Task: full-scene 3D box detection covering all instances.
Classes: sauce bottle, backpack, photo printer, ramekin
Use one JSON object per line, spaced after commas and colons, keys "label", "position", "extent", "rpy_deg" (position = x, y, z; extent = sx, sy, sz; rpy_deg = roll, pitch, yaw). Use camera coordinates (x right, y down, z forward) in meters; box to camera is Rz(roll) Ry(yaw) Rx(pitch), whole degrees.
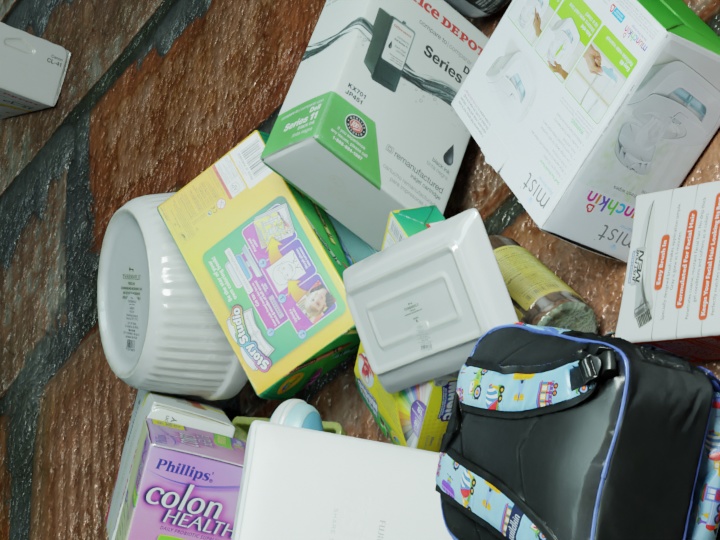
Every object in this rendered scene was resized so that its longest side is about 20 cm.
{"label": "sauce bottle", "position": [0.117, 0.011, 1.543], "extent": [0.065, 0.064, 0.200], "rpy_deg": [-62, 31, 14]}
{"label": "backpack", "position": [0.144, 0.130, 1.351], "extent": [0.200, 0.134, 0.184], "rpy_deg": [13, 92, 60]}
{"label": "photo printer", "position": [0.000, 0.211, 1.497], "extent": [0.070, 0.198, 0.168], "rpy_deg": [115, 165, -69]}
{"label": "ramekin", "position": [-0.173, 0.021, 1.830], "extent": [0.200, 0.104, 0.202], "rpy_deg": [-3, 87, 64]}

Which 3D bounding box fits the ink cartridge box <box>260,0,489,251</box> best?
{"label": "ink cartridge box", "position": [0.021, -0.142, 1.663], "extent": [0.083, 0.146, 0.201], "rpy_deg": [-20, 42, 49]}

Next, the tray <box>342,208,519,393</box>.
{"label": "tray", "position": [0.046, 0.029, 1.485], "extent": [0.200, 0.022, 0.108], "rpy_deg": [-25, 85, 57]}

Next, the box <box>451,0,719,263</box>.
{"label": "box", "position": [0.176, -0.138, 1.498], "extent": [0.177, 0.096, 0.200], "rpy_deg": [-60, 32, 20]}

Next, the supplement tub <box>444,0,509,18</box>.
{"label": "supplement tub", "position": [0.052, -0.313, 1.683], "extent": [0.122, 0.199, 0.123], "rpy_deg": [-42, 31, 33]}

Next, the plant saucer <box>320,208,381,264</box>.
{"label": "plant saucer", "position": [0.000, 0.000, 1.697], "extent": [0.200, 0.019, 0.070], "rpy_deg": [49, 120, 24]}

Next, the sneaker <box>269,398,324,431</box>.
{"label": "sneaker", "position": [-0.007, 0.200, 1.589], "extent": [0.130, 0.079, 0.202], "rpy_deg": [-8, 85, 31]}

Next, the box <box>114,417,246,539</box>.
{"label": "box", "position": [-0.158, 0.241, 1.656], "extent": [0.176, 0.096, 0.202], "rpy_deg": [-164, 87, -82]}

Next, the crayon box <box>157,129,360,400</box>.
{"label": "crayon box", "position": [-0.077, -0.004, 1.691], "extent": [0.118, 0.058, 0.201], "rpy_deg": [-35, 71, 17]}

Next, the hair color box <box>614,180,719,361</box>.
{"label": "hair color box", "position": [0.263, -0.002, 1.313], "extent": [0.199, 0.064, 0.112], "rpy_deg": [-8, 68, 56]}

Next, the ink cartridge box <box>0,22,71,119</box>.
{"label": "ink cartridge box", "position": [-0.499, -0.270, 2.629], "extent": [0.199, 0.147, 0.086], "rpy_deg": [0, 73, 59]}

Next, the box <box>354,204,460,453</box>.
{"label": "box", "position": [0.048, 0.062, 1.575], "extent": [0.118, 0.048, 0.201], "rpy_deg": [58, 145, 40]}

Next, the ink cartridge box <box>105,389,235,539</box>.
{"label": "ink cartridge box", "position": [-0.181, 0.192, 1.842], "extent": [0.200, 0.083, 0.146], "rpy_deg": [-164, 89, -81]}

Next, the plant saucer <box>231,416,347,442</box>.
{"label": "plant saucer", "position": [-0.072, 0.235, 1.742], "extent": [0.199, 0.048, 0.202], "rpy_deg": [-4, 71, 57]}
